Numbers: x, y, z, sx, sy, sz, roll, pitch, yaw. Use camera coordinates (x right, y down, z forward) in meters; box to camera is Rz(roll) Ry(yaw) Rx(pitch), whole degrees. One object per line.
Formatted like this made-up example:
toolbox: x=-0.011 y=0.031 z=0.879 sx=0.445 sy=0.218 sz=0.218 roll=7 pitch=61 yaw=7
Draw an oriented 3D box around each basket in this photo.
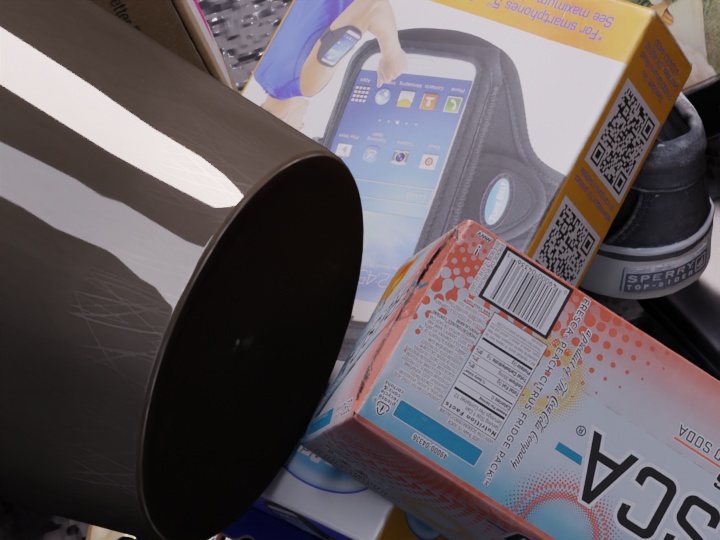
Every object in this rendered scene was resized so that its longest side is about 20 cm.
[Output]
basket: x=-0.112 y=-0.012 z=0.800 sx=0.199 sy=0.136 sz=0.181 roll=23 pitch=95 yaw=22

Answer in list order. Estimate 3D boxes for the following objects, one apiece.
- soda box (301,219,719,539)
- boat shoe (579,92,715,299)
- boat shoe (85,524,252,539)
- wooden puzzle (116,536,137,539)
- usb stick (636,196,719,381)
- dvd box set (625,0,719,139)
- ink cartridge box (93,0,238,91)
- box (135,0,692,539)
soda box: x=0.086 y=0.069 z=0.771 sx=0.199 sy=0.068 sz=0.064 roll=33 pitch=75 yaw=-6
boat shoe: x=0.045 y=-0.071 z=0.929 sx=0.071 sy=0.068 sz=0.200 roll=-19 pitch=43 yaw=-21
boat shoe: x=-0.052 y=0.145 z=0.888 sx=0.072 sy=0.072 sz=0.201 roll=-6 pitch=49 yaw=17
wooden puzzle: x=-0.143 y=0.183 z=0.852 sx=0.200 sy=0.037 sz=0.186 roll=-27 pitch=45 yaw=41
usb stick: x=0.159 y=0.047 z=0.904 sx=0.055 sy=0.033 sz=0.200 roll=-32 pitch=52 yaw=-13
dvd box set: x=0.088 y=-0.123 z=1.019 sx=0.146 sy=0.029 sz=0.201 roll=-22 pitch=50 yaw=29
ink cartridge box: x=-0.145 y=-0.086 z=0.994 sx=0.164 sy=0.200 sz=0.075 roll=-24 pitch=53 yaw=1
box: x=0.000 y=0.000 z=0.850 sx=0.119 sy=0.041 sz=0.201 roll=20 pitch=74 yaw=33
